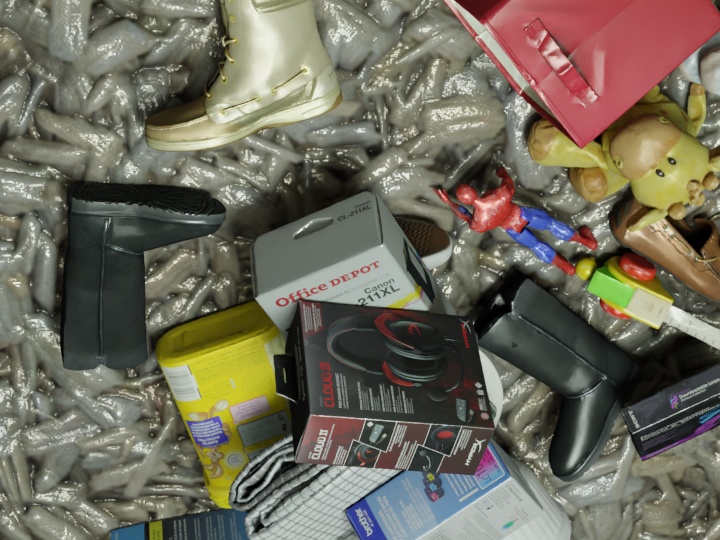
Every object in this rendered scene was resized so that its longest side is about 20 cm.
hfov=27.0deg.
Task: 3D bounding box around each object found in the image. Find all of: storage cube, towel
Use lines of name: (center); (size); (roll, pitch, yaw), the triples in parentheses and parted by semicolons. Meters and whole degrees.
storage cube: (0.199, -0.256, 1.413); (0.180, 0.200, 0.171); (-41, 117, 6)
towel: (-0.019, 0.204, 1.559); (0.200, 0.086, 0.166); (-39, 150, 13)

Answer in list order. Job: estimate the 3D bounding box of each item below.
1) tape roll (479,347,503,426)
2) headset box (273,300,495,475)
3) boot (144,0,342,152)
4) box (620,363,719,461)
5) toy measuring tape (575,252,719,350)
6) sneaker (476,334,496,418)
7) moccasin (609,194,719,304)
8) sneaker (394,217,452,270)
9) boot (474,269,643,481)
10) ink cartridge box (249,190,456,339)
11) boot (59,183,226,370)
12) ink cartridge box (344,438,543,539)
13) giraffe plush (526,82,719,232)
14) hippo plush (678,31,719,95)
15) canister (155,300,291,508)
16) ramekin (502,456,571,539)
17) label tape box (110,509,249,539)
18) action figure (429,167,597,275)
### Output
tape roll: (0.061, 0.146, 1.700); (0.202, 0.037, 0.203); (-4, 119, -7)
headset box: (0.014, 0.111, 1.436); (0.199, 0.149, 0.075); (6, 133, -13)
boot: (-0.128, -0.206, 1.451); (0.199, 0.073, 0.156); (-16, 121, -3)
box: (0.370, 0.158, 1.694); (0.143, 0.036, 0.200); (-26, 159, 6)
toy measuring tape: (0.328, 0.033, 1.648); (0.200, 0.074, 0.074); (25, 114, 3)
sneaker: (0.109, 0.140, 1.648); (0.091, 0.078, 0.200); (2, 128, -16)
moccasin: (0.368, -0.027, 1.642); (0.201, 0.074, 0.078); (33, 117, -14)
sneaker: (0.000, 0.000, 1.599); (0.199, 0.073, 0.085); (-9, 136, -1)
boot: (0.202, 0.118, 1.664); (0.200, 0.066, 0.165); (36, 78, -29)
ink cartridge box: (-0.003, 0.034, 1.522); (0.145, 0.083, 0.200); (-23, 133, 15)
boot: (-0.229, 0.013, 1.559); (0.164, 0.066, 0.200); (6, 115, -3)
ink cartridge box: (0.076, 0.259, 1.566); (0.200, 0.076, 0.136); (-35, 148, 4)
giraffe plush: (0.287, -0.119, 1.518); (0.200, 0.162, 0.173); (17, 114, -18)
hippo plush: (0.409, -0.247, 1.464); (0.159, 0.200, 0.161); (0, 113, -34)
canister: (-0.125, 0.145, 1.640); (0.148, 0.087, 0.200); (-18, 119, 0)
ramekin: (0.129, 0.293, 1.709); (0.202, 0.202, 0.094); (-27, 109, 6)
label tape box: (-0.180, 0.344, 1.707); (0.199, 0.143, 0.066); (-10, 120, -4)
action figure: (0.156, -0.065, 1.592); (0.200, 0.099, 0.065); (22, 112, -45)
